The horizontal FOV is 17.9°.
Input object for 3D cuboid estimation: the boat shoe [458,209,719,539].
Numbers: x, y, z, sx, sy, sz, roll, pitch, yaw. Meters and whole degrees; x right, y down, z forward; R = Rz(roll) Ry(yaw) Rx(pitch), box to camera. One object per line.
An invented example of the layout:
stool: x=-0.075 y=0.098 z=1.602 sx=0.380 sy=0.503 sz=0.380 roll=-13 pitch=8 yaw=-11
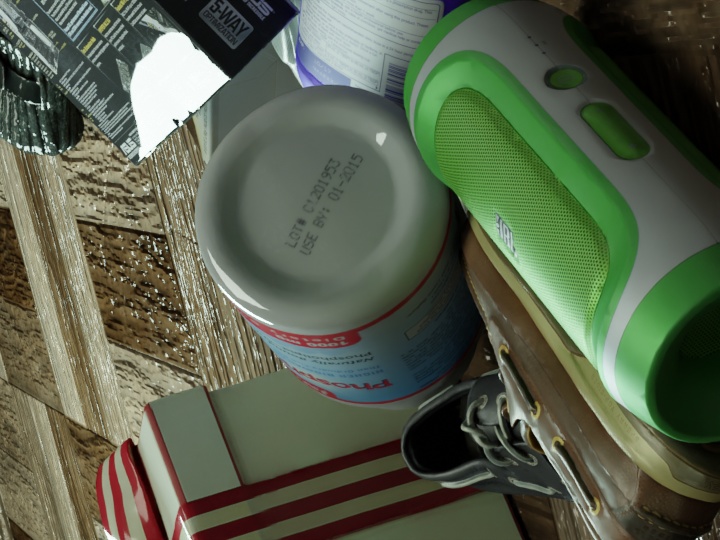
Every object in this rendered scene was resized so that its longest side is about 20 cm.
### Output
boat shoe: x=0.081 y=0.041 z=0.910 sx=0.068 sy=0.072 sz=0.200 roll=-61 pitch=34 yaw=22

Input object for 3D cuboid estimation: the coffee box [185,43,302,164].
coffee box: x=-0.084 y=-0.170 z=1.260 sx=0.113 sy=0.080 sz=0.200 roll=95 pitch=153 yaw=-50

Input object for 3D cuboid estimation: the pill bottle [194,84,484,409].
pill bottle: x=0.000 y=0.000 z=1.038 sx=0.200 sy=0.109 sz=0.109 roll=57 pitch=-171 yaw=-69

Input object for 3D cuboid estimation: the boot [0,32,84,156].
boot: x=-0.291 y=-0.206 z=1.871 sx=0.158 sy=0.079 sz=0.211 roll=92 pitch=155 yaw=-45

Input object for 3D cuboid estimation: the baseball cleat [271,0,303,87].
baseball cleat: x=-0.027 y=-0.162 z=1.097 sx=0.106 sy=0.070 sz=0.200 roll=37 pitch=141 yaw=50

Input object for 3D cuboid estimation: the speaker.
speaker: x=0.089 y=-0.025 z=0.851 sx=0.200 sy=0.088 sz=0.089 roll=-126 pitch=26 yaw=-47

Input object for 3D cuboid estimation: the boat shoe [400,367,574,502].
boat shoe: x=0.074 y=0.076 z=1.022 sx=0.200 sy=0.063 sz=0.073 roll=166 pitch=90 yaw=-72

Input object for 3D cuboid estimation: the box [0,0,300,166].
box: x=-0.127 y=-0.139 z=1.105 sx=0.158 sy=0.050 sz=0.200 roll=45 pitch=161 yaw=-6

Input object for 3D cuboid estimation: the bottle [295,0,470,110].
bottle: x=0.019 y=-0.140 z=0.975 sx=0.083 sy=0.065 sz=0.200 roll=30 pitch=147 yaw=15

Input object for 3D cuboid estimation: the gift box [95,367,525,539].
gift box: x=-0.030 y=0.164 z=1.217 sx=0.200 sy=0.186 sz=0.185 roll=105 pitch=145 yaw=-57
